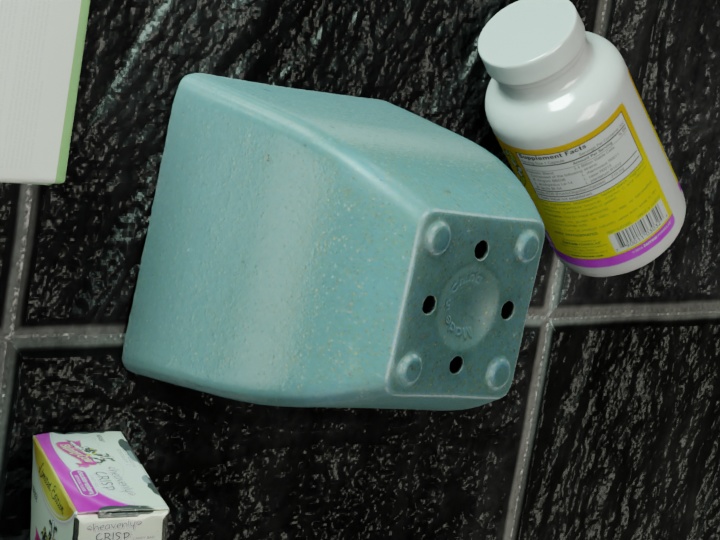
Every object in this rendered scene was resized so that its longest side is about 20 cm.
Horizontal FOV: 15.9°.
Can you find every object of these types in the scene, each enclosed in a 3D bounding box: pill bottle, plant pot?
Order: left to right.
[{"bbox_3d":[0.000,0.000,1.626,0.196,0.200,0.197,5,102,-45],"label":"plant pot"},{"bbox_3d":[0.152,-0.096,1.811,0.104,0.104,0.200,-48,132,-22],"label":"pill bottle"}]

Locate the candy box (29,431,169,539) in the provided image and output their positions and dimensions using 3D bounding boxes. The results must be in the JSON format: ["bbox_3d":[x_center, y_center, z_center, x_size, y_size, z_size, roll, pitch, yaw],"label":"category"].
[{"bbox_3d":[-0.164,0.215,1.578,0.061,0.136,0.201,-1,106,-18],"label":"candy box"}]

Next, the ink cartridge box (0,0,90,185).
[{"bbox_3d":[-0.244,-0.124,1.448,0.200,0.048,0.146,0,104,-44],"label":"ink cartridge box"}]
